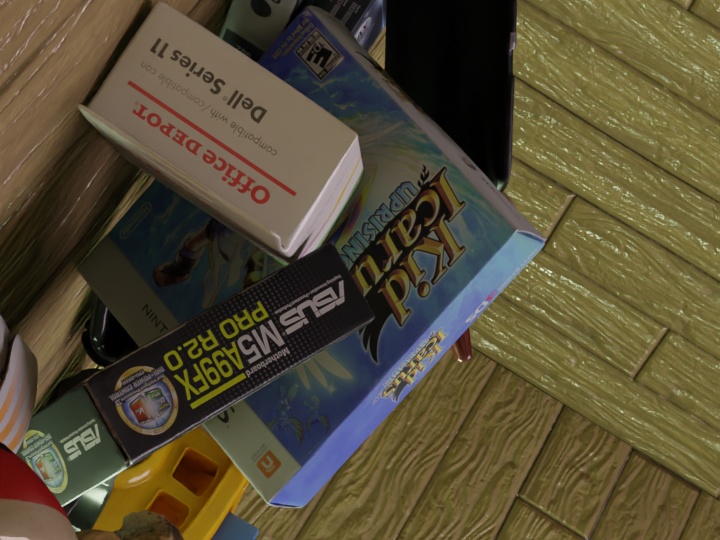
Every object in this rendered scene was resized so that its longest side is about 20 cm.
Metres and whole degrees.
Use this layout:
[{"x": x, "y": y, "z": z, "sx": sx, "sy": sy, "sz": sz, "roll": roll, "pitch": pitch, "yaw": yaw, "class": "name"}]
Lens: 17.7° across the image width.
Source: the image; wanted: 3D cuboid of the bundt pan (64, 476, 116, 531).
[{"x": -0.213, "y": 0.168, "z": 1.261, "sx": 0.203, "sy": 0.075, "sz": 0.202, "roll": -60, "pitch": 177, "yaw": -5, "class": "bundt pan"}]

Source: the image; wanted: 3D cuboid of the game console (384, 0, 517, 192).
[{"x": 0.087, "y": -0.145, "z": 1.308, "sx": 0.175, "sy": 0.117, "sz": 0.200, "roll": -34, "pitch": -163, "yaw": -12, "class": "game console"}]

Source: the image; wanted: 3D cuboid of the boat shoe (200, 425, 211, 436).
[{"x": -0.109, "y": 0.074, "z": 1.603, "sx": 0.060, "sy": 0.071, "sz": 0.202, "roll": 134, "pitch": -42, "yaw": -62, "class": "boat shoe"}]

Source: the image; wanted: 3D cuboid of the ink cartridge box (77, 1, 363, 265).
[{"x": -0.062, "y": -0.062, "z": 1.107, "sx": 0.068, "sy": 0.117, "sz": 0.200, "roll": -56, "pitch": 177, "yaw": -2, "class": "ink cartridge box"}]

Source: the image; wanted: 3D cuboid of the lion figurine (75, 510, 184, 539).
[{"x": -0.138, "y": 0.178, "z": 1.248, "sx": 0.200, "sy": 0.072, "sz": 0.123, "roll": 92, "pitch": 22, "yaw": -75, "class": "lion figurine"}]

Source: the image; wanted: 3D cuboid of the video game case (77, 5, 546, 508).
[{"x": -0.030, "y": -0.007, "z": 1.239, "sx": 0.200, "sy": 0.181, "sz": 0.045, "roll": -48, "pitch": 156, "yaw": 12, "class": "video game case"}]

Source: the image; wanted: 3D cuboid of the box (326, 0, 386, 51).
[{"x": -0.009, "y": -0.177, "z": 1.555, "sx": 0.201, "sy": 0.043, "sz": 0.160, "roll": -58, "pitch": 177, "yaw": -21, "class": "box"}]

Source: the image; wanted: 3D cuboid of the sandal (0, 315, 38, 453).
[{"x": -0.173, "y": 0.060, "z": 1.032, "sx": 0.079, "sy": 0.059, "sz": 0.207, "roll": -58, "pitch": 177, "yaw": -17, "class": "sandal"}]

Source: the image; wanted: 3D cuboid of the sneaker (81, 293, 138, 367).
[{"x": -0.095, "y": -0.021, "z": 1.387, "sx": 0.201, "sy": 0.073, "sz": 0.112, "roll": -58, "pitch": 179, "yaw": 11, "class": "sneaker"}]

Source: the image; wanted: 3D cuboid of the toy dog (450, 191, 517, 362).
[{"x": 0.000, "y": 0.000, "z": 1.310, "sx": 0.131, "sy": 0.199, "sz": 0.097, "roll": -9, "pitch": 102, "yaw": -47, "class": "toy dog"}]

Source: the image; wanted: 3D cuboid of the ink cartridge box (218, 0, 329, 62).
[{"x": -0.043, "y": -0.154, "z": 1.296, "sx": 0.100, "sy": 0.039, "sz": 0.200, "roll": -56, "pitch": 175, "yaw": -39, "class": "ink cartridge box"}]

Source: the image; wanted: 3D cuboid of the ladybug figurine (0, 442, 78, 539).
[{"x": -0.183, "y": 0.119, "z": 0.973, "sx": 0.200, "sy": 0.135, "sz": 0.073, "roll": 126, "pitch": -38, "yaw": -59, "class": "ladybug figurine"}]

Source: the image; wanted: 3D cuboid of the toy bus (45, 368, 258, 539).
[{"x": -0.147, "y": 0.183, "z": 1.453, "sx": 0.200, "sy": 0.191, "sz": 0.136, "roll": -54, "pitch": 176, "yaw": -41, "class": "toy bus"}]

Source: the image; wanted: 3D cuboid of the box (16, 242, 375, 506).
[{"x": -0.106, "y": 0.067, "z": 1.117, "sx": 0.160, "sy": 0.044, "sz": 0.200, "roll": -30, "pitch": 178, "yaw": -39, "class": "box"}]
